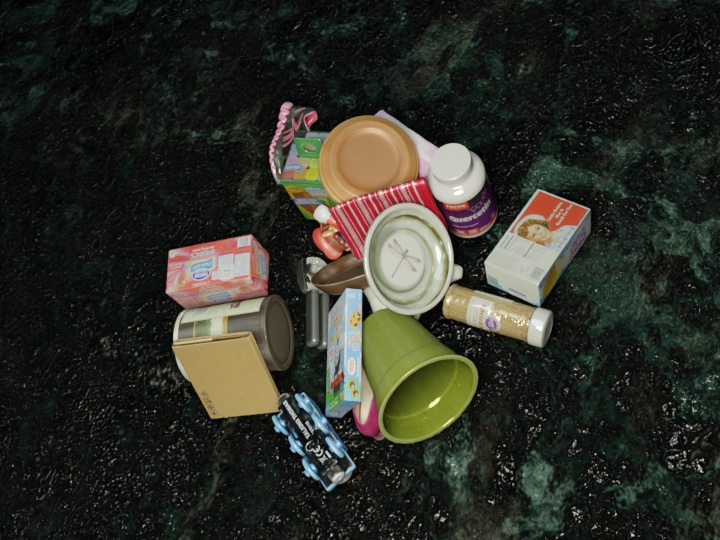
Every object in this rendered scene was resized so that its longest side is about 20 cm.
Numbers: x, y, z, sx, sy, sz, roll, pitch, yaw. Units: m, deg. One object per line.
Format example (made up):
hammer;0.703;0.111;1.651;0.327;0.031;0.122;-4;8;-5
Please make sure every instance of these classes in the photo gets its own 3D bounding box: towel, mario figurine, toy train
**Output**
towel;0.055;-0.095;1.625;0.196;0.146;0.023;-16;44;15
mario figurine;-0.015;-0.098;1.734;0.197;0.125;0.106;-15;20;35
toy train;-0.081;0.308;1.567;0.087;0.114;0.200;-42;58;0

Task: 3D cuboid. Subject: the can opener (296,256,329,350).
can opener;-0.091;0.065;1.734;0.066;0.052;0.203;-36;49;42

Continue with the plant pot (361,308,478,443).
plant pot;0.081;0.169;1.548;0.199;0.201;0.191;-36;46;1

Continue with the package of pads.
package of pads;0.102;-0.232;1.756;0.076;0.121;0.199;-46;59;-6

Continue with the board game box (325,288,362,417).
board game box;-0.031;0.154;1.579;0.036;0.151;0.204;6;69;-13

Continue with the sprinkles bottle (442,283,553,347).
sprinkles bottle;0.251;0.081;1.579;0.197;0.068;0.069;16;71;27

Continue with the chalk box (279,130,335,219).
chalk box;-0.078;-0.201;1.762;0.123;0.200;0.126;7;67;23

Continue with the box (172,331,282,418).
box;-0.248;0.202;1.637;0.160;0.202;0.021;-8;37;16

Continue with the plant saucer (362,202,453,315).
plant saucer;0.080;-0.020;1.576;0.050;0.199;0.203;-7;55;59

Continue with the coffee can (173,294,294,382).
coffee can;-0.247;0.135;1.694;0.196;0.147;0.149;-9;62;17

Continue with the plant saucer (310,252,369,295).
plant saucer;0.000;0.000;1.673;0.197;0.201;0.035;-18;104;12

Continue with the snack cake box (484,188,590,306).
snack cake box;0.328;-0.045;1.586;0.114;0.068;0.201;24;62;31

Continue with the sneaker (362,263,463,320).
sneaker;0.109;0.047;1.657;0.196;0.078;0.101;-18;88;1

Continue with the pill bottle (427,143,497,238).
pill bottle;0.192;-0.153;1.636;0.110;0.200;0.115;-8;62;16

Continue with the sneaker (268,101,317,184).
sneaker;-0.144;-0.283;1.908;0.093;0.079;0.204;6;69;10

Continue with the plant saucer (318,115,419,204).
plant saucer;0.017;-0.207;1.649;0.196;0.038;0.204;1;76;-2

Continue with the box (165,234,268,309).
box;-0.298;0.006;1.806;0.196;0.095;0.104;-11;62;16

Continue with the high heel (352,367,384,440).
high heel;-0.003;0.213;1.593;0.066;0.096;0.203;-19;60;12
